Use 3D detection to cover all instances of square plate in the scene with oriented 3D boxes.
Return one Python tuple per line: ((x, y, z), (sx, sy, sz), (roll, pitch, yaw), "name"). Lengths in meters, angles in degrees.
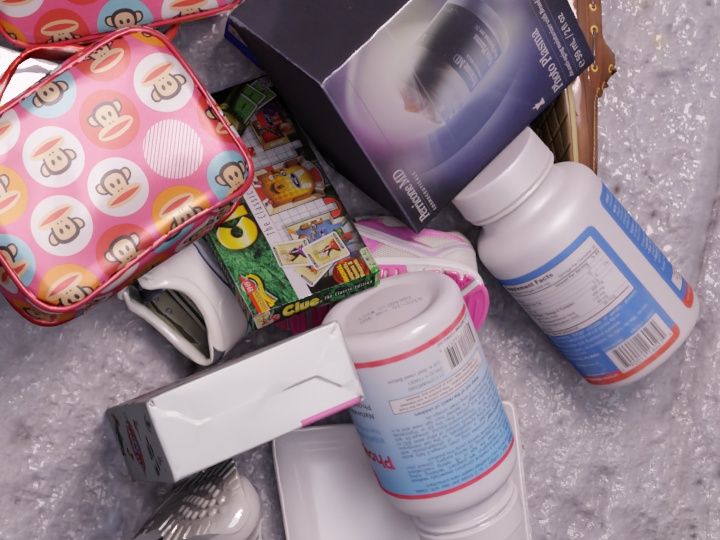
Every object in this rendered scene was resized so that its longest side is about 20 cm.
((0.036, 0.210, 1.667), (0.200, 0.028, 0.198), (-6, 89, -16), "square plate")

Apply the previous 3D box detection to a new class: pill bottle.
((0.161, -0.013, 1.658), (0.112, 0.112, 0.200), (-46, 108, -13), "pill bottle")
((0.052, 0.109, 1.588), (0.109, 0.109, 0.200), (-28, 114, -15), "pill bottle")

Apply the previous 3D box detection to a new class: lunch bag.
((-0.195, -0.077, 1.520), (0.200, 0.082, 0.176), (-34, 87, -17), "lunch bag")
((-0.180, -0.238, 1.574), (0.200, 0.082, 0.176), (-9, 111, 1), "lunch bag")

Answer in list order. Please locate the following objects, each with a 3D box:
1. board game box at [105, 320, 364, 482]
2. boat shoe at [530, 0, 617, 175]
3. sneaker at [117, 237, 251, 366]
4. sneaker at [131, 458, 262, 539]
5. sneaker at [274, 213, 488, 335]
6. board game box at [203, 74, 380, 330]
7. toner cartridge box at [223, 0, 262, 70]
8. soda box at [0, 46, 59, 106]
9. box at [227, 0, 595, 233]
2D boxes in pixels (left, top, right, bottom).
((-0.094, 0.098, 1.548), (0.147, 0.200, 0.064), (-21, 91, -15), "board game box")
((0.172, -0.161, 1.705), (0.068, 0.072, 0.200), (-6, 90, -19), "boat shoe")
((-0.159, -0.012, 1.593), (0.200, 0.073, 0.071), (43, 38, -10), "sneaker")
((-0.100, 0.190, 1.542), (0.081, 0.200, 0.076), (44, 72, -6), "sneaker")
((0.000, 0.000, 1.650), (0.200, 0.088, 0.081), (9, 123, 1), "sneaker")
((-0.074, -0.054, 1.605), (0.105, 0.023, 0.200), (-22, 61, -14), "board game box")
((-0.020, -0.242, 1.627), (0.043, 0.095, 0.200), (43, 86, -4), "toner cartridge box")
((-0.281, -0.063, 1.579), (0.068, 0.064, 0.200), (16, 83, -15), "soda box")
((0.043, -0.169, 1.578), (0.198, 0.123, 0.200), (-44, 142, -6), "box")
